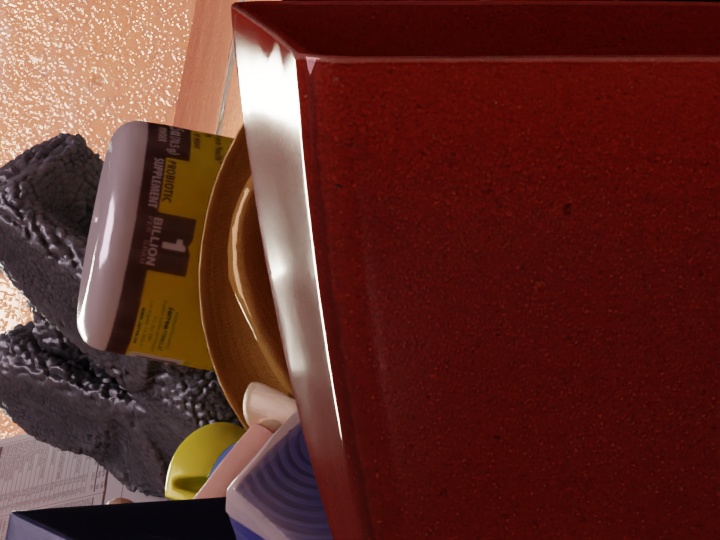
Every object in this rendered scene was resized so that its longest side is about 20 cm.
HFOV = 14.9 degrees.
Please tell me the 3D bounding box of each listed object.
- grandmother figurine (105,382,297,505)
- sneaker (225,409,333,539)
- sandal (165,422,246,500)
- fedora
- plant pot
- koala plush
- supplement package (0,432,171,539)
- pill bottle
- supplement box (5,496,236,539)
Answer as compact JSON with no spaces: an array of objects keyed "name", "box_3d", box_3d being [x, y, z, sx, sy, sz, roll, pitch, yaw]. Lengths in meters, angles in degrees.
[{"name":"grandmother figurine","box_3d":[-0.077,0.147,1.118,0.200,0.121,0.060,-47,16,-23]},{"name":"sneaker","box_3d":[0.050,0.067,0.984,0.081,0.199,0.115,44,156,24]},{"name":"sandal","box_3d":[-0.044,0.167,1.243,0.087,0.079,0.201,-7,82,44]},{"name":"fedora","box_3d":[0.000,0.000,1.164,0.082,0.200,0.202,3,-80,-65]},{"name":"plant pot","box_3d":[0.068,0.016,0.800,0.200,0.198,0.177,-128,39,-77]},{"name":"koala plush","box_3d":[-0.073,0.004,1.442,0.200,0.183,0.178,-40,-31,-36]},{"name":"supplement package","box_3d":[-0.120,0.178,1.485,0.151,0.199,0.152,-89,-17,-58]},{"name":"pill bottle","box_3d":[-0.028,0.000,1.293,0.109,0.199,0.110,-170,90,-81]},{"name":"supplement box","box_3d":[-0.037,0.201,1.033,0.134,0.199,0.201,18,101,39]}]
